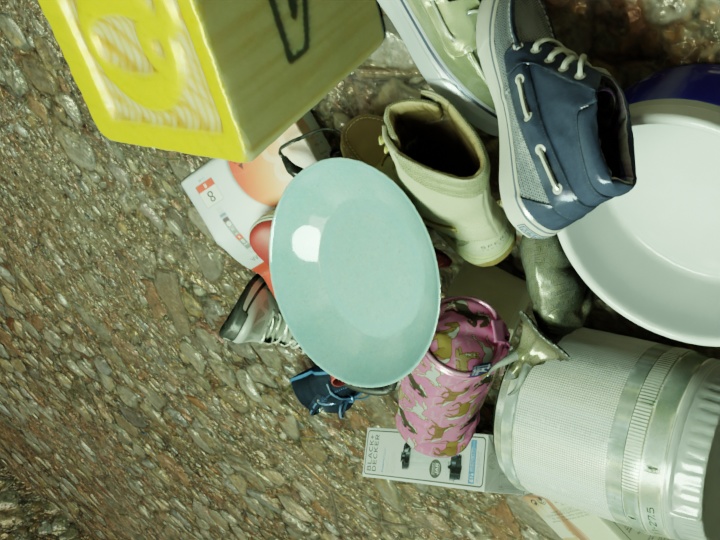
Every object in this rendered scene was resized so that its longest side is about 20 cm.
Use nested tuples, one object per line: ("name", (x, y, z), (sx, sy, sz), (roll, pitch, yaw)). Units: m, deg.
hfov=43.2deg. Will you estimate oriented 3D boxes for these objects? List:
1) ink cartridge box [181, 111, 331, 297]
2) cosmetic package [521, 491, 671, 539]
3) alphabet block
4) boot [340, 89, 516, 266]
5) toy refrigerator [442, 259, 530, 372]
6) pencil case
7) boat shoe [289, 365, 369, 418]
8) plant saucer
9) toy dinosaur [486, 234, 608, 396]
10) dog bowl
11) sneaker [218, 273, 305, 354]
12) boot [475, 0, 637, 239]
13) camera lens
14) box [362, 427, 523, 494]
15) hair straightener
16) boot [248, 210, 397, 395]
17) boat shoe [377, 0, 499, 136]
("ink cartridge box", (-0.076, -0.047, 0.948), (0.161, 0.050, 0.201), (-28, 93, 30))
("cosmetic package", (0.279, 0.262, 0.943), (0.200, 0.103, 0.087), (47, 148, -1))
("alphabet block", (-0.124, -0.231, 0.745), (0.194, 0.200, 0.198), (13, 136, 37))
("boot", (0.042, -0.100, 0.764), (0.200, 0.072, 0.155), (42, 174, 28))
("toy refrigerator", (0.114, 0.079, 0.950), (0.075, 0.070, 0.201), (26, 143, 12))
("pencil case", (0.083, 0.106, 0.864), (0.086, 0.083, 0.201), (41, 152, 20))
("boat shoe", (-0.025, 0.146, 1.159), (0.069, 0.084, 0.200), (65, 159, 2))
("plant saucer", (0.000, 0.000, 0.799), (0.200, 0.039, 0.203), (14, 111, 39))
("toy dinosaur", (0.165, -0.001, 0.760), (0.076, 0.102, 0.203), (9, 106, 31))
("dog bowl", (0.248, -0.045, 0.670), (0.199, 0.079, 0.201), (28, 143, 23))
("sneaker", (-0.084, 0.060, 1.058), (0.115, 0.200, 0.076), (34, 104, 3))
("boot", (0.139, -0.129, 0.629), (0.090, 0.072, 0.202), (-29, 62, 51))
("camera lens", (0.230, 0.139, 0.810), (0.198, 0.160, 0.161), (11, 134, 38))
("box", (0.108, 0.221, 1.059), (0.116, 0.061, 0.199), (15, 165, -38))
("hair straightener", (0.013, -0.080, 0.883), (0.198, 0.078, 0.041), (27, 167, -1))
("boot", (-0.037, 0.033, 0.887), (0.199, 0.145, 0.073), (34, 128, -6))
("boat shoe", (0.069, -0.194, 0.703), (0.200, 0.072, 0.062), (50, 140, -8))
